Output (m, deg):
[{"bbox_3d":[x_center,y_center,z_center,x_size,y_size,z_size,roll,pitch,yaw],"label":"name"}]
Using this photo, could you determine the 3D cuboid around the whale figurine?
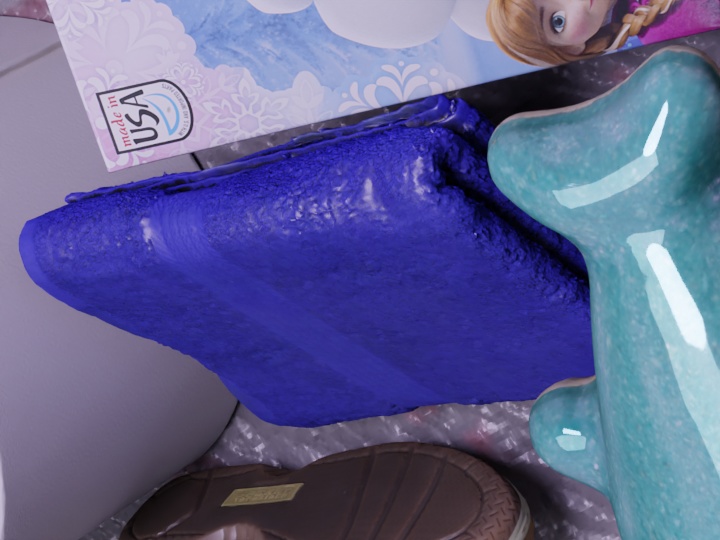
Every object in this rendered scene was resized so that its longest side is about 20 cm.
[{"bbox_3d":[0.112,0.034,0.775,0.159,0.104,0.200,-21,117,30],"label":"whale figurine"}]

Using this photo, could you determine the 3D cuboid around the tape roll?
[{"bbox_3d":[-0.162,0.019,1.017,0.202,0.139,0.203,21,126,32],"label":"tape roll"}]

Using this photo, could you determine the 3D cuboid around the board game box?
[{"bbox_3d":[-0.011,-0.144,0.777,0.198,0.043,0.201,-12,115,13],"label":"board game box"}]

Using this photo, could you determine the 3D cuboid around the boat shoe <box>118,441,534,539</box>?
[{"bbox_3d":[-0.003,0.112,0.989,0.200,0.072,0.076,-4,125,50],"label":"boat shoe"}]

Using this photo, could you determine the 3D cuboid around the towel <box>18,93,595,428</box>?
[{"bbox_3d":[0.000,0.000,0.894,0.200,0.050,0.148,-9,149,44],"label":"towel"}]
